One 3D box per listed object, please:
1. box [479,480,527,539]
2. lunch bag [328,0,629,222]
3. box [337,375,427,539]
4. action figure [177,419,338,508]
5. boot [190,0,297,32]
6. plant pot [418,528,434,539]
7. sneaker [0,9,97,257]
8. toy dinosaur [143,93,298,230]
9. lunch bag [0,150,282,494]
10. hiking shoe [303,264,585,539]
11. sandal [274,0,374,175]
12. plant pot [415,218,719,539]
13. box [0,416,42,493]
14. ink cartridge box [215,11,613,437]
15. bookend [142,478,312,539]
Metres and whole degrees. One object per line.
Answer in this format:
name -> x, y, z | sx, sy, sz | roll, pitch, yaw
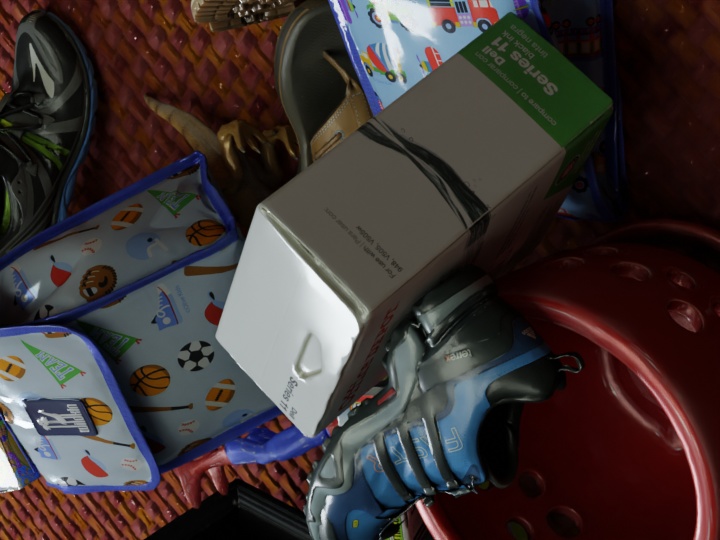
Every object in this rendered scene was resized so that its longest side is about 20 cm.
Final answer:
box -> 0.061, 0.215, 1.287 | 0.199, 0.047, 0.123 | -19, 98, 47
lunch bag -> 0.075, -0.108, 1.092 | 0.149, 0.094, 0.202 | 9, 126, 36
box -> 0.039, 0.075, 1.130 | 0.034, 0.200, 0.111 | 0, 113, 20
action figure -> -0.021, 0.135, 1.282 | 0.199, 0.065, 0.100 | -28, 87, 25
boot -> -0.075, -0.205, 1.124 | 0.200, 0.074, 0.109 | -148, 47, -82
plant pot -> 0.043, 0.226, 1.152 | 0.197, 0.135, 0.202 | 0, 119, 0
sneaker -> -0.248, -0.091, 1.361 | 0.070, 0.082, 0.202 | 13, 93, 41
toy dinosaur -> -0.088, -0.069, 1.269 | 0.200, 0.060, 0.106 | 51, 137, 10
lunch bag -> -0.154, 0.049, 1.242 | 0.124, 0.198, 0.171 | -119, 6, -50
hiking shoe -> 0.035, 0.095, 0.964 | 0.087, 0.074, 0.201 | 41, 130, 18
sandal -> -0.010, -0.081, 1.170 | 0.055, 0.081, 0.202 | 45, 141, 45
plant pot -> 0.145, 0.076, 1.036 | 0.199, 0.182, 0.203 | 16, 120, 30
box -> -0.263, 0.081, 1.409 | 0.199, 0.192, 0.123 | -14, 102, 44
ink cartridge box -> 0.026, -0.023, 0.989 | 0.083, 0.200, 0.147 | 43, 149, 12
bookend -> -0.080, 0.258, 1.266 | 0.198, 0.199, 0.093 | 23, 126, 35
